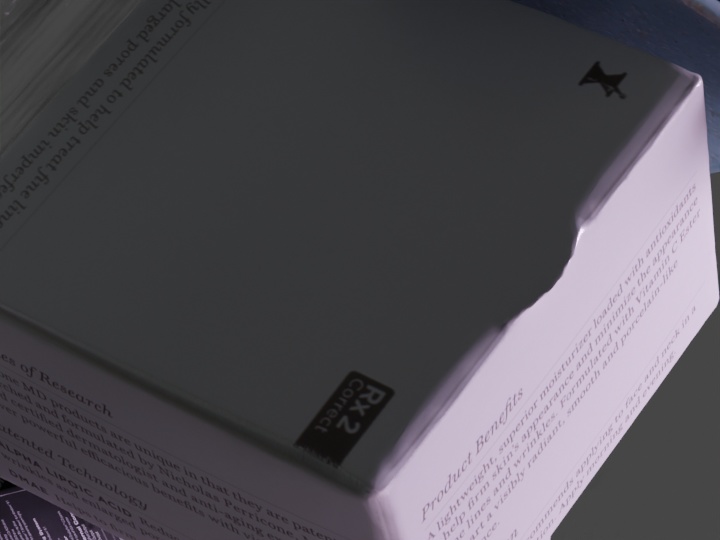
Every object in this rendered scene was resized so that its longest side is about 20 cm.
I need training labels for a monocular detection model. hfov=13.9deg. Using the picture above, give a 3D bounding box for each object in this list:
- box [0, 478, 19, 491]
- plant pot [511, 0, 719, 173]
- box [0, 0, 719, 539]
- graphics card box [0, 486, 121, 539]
[{"bbox_3d":[-0.168,0.093,1.430,0.159,0.046,0.200,-49,176,-47],"label":"box"},{"bbox_3d":[0.094,-0.151,1.106,0.200,0.196,0.196,-28,-147,60],"label":"plant pot"},{"bbox_3d":[-0.010,0.004,1.029,0.199,0.200,0.131,-51,150,-27],"label":"box"},{"bbox_3d":[-0.158,0.146,1.341,0.200,0.051,0.126,-13,150,-38],"label":"graphics card box"}]
